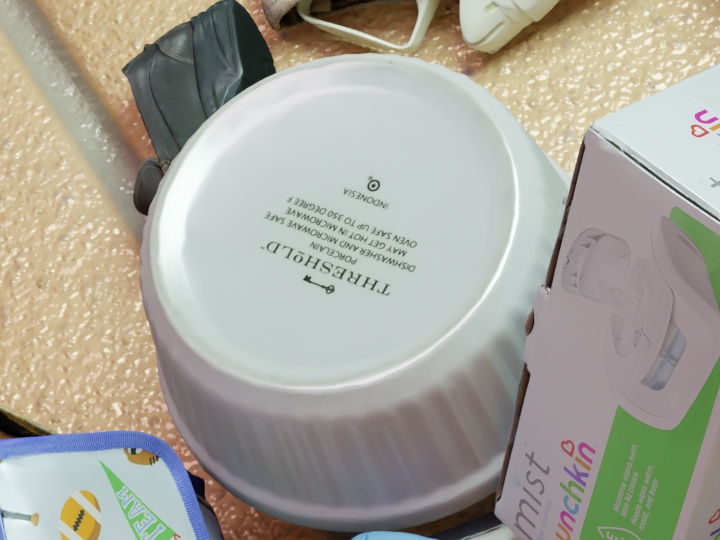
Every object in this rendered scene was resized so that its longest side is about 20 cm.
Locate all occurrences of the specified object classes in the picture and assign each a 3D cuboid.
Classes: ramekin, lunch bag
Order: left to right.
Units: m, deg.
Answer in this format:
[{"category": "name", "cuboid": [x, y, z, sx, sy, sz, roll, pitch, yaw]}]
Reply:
[{"category": "lunch bag", "cuboid": [-0.102, 0.160, 0.960, 0.123, 0.200, 0.171, -19, 74, 5]}, {"category": "ramekin", "cuboid": [0.000, 0.000, 1.016, 0.201, 0.094, 0.203, -7, 59, 12]}]

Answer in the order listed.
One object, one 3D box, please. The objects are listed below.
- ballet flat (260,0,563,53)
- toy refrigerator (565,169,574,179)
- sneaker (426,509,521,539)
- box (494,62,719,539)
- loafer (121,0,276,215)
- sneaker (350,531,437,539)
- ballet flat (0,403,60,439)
[{"category": "ballet flat", "cuboid": [0.042, -0.141, 1.200, 0.199, 0.068, 0.068, 1, 81, 22]}, {"category": "toy refrigerator", "cuboid": [0.100, 0.000, 1.088, 0.199, 0.076, 0.070, -25, 58, 1]}, {"category": "sneaker", "cuboid": [0.060, 0.151, 1.016, 0.199, 0.072, 0.083, -28, 59, -1]}, {"category": "box", "cuboid": [0.156, 0.015, 0.956, 0.176, 0.201, 0.097, -26, 51, -38]}, {"category": "loafer", "cuboid": [-0.073, -0.038, 1.168, 0.072, 0.073, 0.201, -20, 48, 14]}, {"category": "sneaker", "cuboid": [0.018, 0.206, 0.963, 0.082, 0.071, 0.201, 6, 90, 6]}, {"category": "ballet flat", "cuboid": [-0.163, 0.094, 1.115, 0.199, 0.071, 0.071, 23, 69, 25]}]
